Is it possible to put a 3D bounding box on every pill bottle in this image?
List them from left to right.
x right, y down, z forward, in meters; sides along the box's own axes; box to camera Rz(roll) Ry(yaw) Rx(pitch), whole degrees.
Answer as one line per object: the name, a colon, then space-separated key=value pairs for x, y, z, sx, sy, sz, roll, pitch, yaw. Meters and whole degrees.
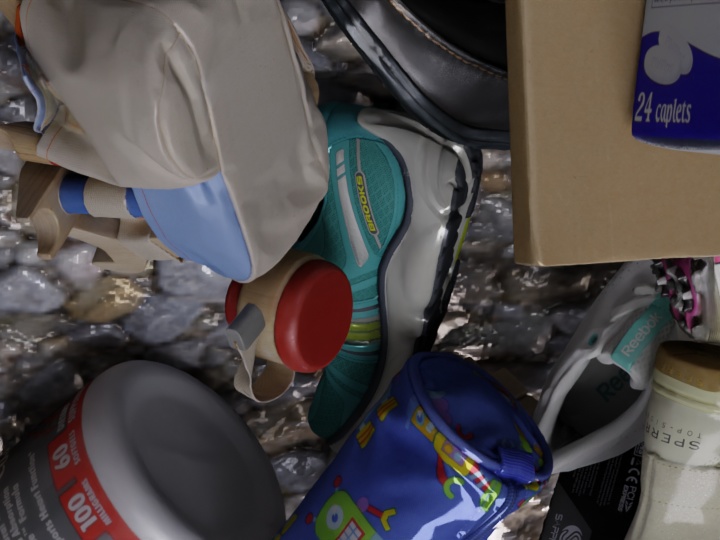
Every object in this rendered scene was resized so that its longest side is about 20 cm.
pill bottle: x=-0.139 y=0.139 z=1.222 sx=0.116 sy=0.116 sz=0.200 roll=30 pitch=123 yaw=-35

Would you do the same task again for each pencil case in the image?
pencil case: x=0.001 y=0.131 z=1.133 sx=0.078 sy=0.087 sz=0.200 roll=14 pitch=118 yaw=-46

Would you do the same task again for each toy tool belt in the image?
toy tool belt: x=-0.080 y=-0.050 z=1.052 sx=0.123 sy=0.125 sz=0.200 roll=14 pitch=140 yaw=31

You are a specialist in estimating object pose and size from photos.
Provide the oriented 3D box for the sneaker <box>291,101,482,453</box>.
sneaker: x=0.000 y=0.000 z=1.153 sx=0.080 sy=0.078 sz=0.200 roll=20 pitch=138 yaw=7

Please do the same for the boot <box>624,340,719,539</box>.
boot: x=0.180 y=0.118 z=1.123 sx=0.200 sy=0.072 sz=0.155 roll=12 pitch=98 yaw=-38

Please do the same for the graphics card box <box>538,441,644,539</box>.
graphics card box: x=0.185 y=0.117 z=1.206 sx=0.200 sy=0.126 sz=0.051 roll=14 pitch=148 yaw=8

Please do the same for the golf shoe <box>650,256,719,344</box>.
golf shoe: x=0.158 y=-0.068 z=1.044 sx=0.092 sy=0.073 sz=0.200 roll=0 pitch=104 yaw=-10

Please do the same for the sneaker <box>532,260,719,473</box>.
sneaker: x=0.133 y=0.013 z=1.121 sx=0.075 sy=0.088 sz=0.200 roll=37 pitch=120 yaw=13

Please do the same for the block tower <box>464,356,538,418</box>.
block tower: x=0.019 y=0.124 z=1.270 sx=0.058 sy=0.054 sz=0.200 roll=-23 pitch=151 yaw=-44

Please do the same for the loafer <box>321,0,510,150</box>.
loafer: x=0.060 y=-0.086 z=1.068 sx=0.072 sy=0.073 sz=0.200 roll=-43 pitch=138 yaw=19

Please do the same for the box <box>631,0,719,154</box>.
box: x=0.208 y=-0.133 z=0.943 sx=0.184 sy=0.105 sz=0.200 roll=5 pitch=92 yaw=-17

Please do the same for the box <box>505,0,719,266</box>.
box: x=0.131 y=-0.104 z=0.989 sx=0.163 sy=0.021 sz=0.200 roll=-4 pitch=95 yaw=-16
